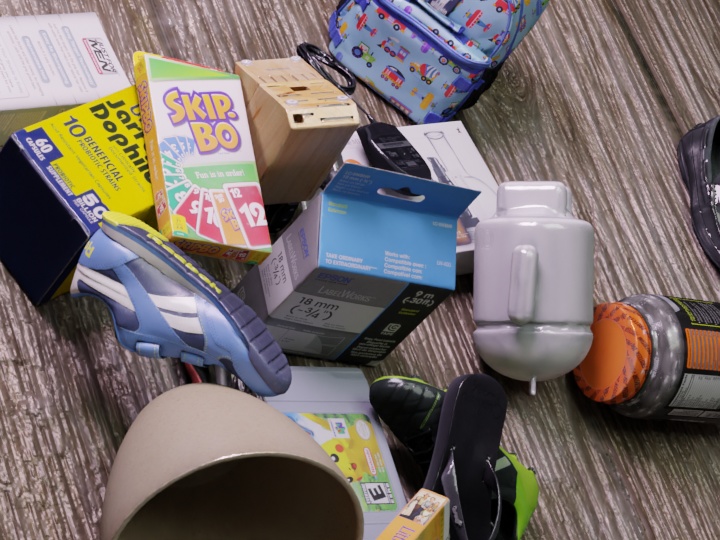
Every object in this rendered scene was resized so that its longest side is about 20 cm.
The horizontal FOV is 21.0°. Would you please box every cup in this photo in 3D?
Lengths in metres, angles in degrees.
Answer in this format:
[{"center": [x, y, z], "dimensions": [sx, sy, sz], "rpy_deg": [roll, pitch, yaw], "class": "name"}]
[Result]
[{"center": [-0.113, 0.168, 1.482], "dimensions": [0.200, 0.200, 0.143], "rpy_deg": [12, 31, -30], "class": "cup"}]

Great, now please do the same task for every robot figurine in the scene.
[{"center": [0.163, 0.017, 1.824], "dimensions": [0.170, 0.113, 0.200], "rpy_deg": [13, 77, -74], "class": "robot figurine"}]

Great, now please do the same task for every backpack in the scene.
[{"center": [0.087, -0.270, 1.960], "dimensions": [0.183, 0.200, 0.135], "rpy_deg": [41, 42, -3], "class": "backpack"}]

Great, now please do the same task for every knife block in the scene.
[{"center": [-0.068, -0.090, 1.698], "dimensions": [0.064, 0.176, 0.200], "rpy_deg": [-7, 25, -21], "class": "knife block"}]

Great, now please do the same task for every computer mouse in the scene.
[{"center": [-0.002, -0.141, 1.850], "dimensions": [0.059, 0.034, 0.200], "rpy_deg": [-7, 53, -50], "class": "computer mouse"}]

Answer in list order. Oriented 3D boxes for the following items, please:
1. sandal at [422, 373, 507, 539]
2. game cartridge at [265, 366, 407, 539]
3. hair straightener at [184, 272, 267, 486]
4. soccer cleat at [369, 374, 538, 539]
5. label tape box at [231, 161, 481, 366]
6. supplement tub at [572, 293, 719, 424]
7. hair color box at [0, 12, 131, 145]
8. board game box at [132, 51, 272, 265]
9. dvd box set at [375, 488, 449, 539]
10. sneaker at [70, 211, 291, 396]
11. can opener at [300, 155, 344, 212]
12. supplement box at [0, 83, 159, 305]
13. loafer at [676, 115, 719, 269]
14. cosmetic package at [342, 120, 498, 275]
[{"center": [0.089, 0.184, 1.633], "dimensions": [0.076, 0.043, 0.200], "rpy_deg": [13, 77, -34], "class": "sandal"}, {"center": [-0.032, 0.169, 1.640], "dimensions": [0.133, 0.040, 0.200], "rpy_deg": [1, 57, -33], "class": "game cartridge"}, {"center": [-0.107, 0.087, 1.615], "dimensions": [0.041, 0.077, 0.200], "rpy_deg": [44, 26, -55], "class": "hair straightener"}, {"center": [0.082, 0.165, 1.689], "dimensions": [0.200, 0.067, 0.081], "rpy_deg": [41, 46, -24], "class": "soccer cleat"}, {"center": [0.000, 0.000, 1.676], "dimensions": [0.144, 0.200, 0.063], "rpy_deg": [10, 52, -31], "class": "label tape box"}, {"center": [0.313, 0.088, 1.904], "dimensions": [0.200, 0.123, 0.123], "rpy_deg": [7, 53, -33], "class": "supplement tub"}, {"center": [-0.304, -0.165, 1.681], "dimensions": [0.200, 0.061, 0.099], "rpy_deg": [-10, 64, -41], "class": "hair color box"}, {"center": [-0.134, -0.101, 1.624], "dimensions": [0.095, 0.030, 0.200], "rpy_deg": [10, 52, -34], "class": "board game box"}, {"center": [0.009, 0.282, 1.507], "dimensions": [0.029, 0.147, 0.200], "rpy_deg": [18, 35, 24], "class": "dvd box set"}, {"center": [-0.141, 0.041, 1.521], "dimensions": [0.200, 0.082, 0.074], "rpy_deg": [39, 6, 7], "class": "sneaker"}, {"center": [-0.049, -0.086, 1.793], "dimensions": [0.053, 0.067, 0.200], "rpy_deg": [2, 64, -38], "class": "can opener"}, {"center": [-0.214, -0.073, 1.640], "dimensions": [0.109, 0.110, 0.200], "rpy_deg": [51, 42, 8], "class": "supplement box"}, {"center": [0.402, -0.084, 2.148], "dimensions": [0.068, 0.070, 0.201], "rpy_deg": [13, 50, -29], "class": "loafer"}, {"center": [0.050, -0.066, 1.881], "dimensions": [0.200, 0.052, 0.151], "rpy_deg": [-10, 61, -42], "class": "cosmetic package"}]
